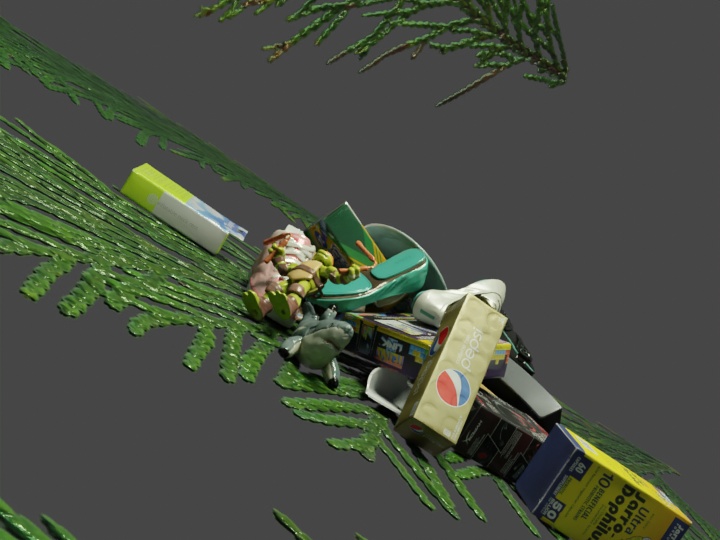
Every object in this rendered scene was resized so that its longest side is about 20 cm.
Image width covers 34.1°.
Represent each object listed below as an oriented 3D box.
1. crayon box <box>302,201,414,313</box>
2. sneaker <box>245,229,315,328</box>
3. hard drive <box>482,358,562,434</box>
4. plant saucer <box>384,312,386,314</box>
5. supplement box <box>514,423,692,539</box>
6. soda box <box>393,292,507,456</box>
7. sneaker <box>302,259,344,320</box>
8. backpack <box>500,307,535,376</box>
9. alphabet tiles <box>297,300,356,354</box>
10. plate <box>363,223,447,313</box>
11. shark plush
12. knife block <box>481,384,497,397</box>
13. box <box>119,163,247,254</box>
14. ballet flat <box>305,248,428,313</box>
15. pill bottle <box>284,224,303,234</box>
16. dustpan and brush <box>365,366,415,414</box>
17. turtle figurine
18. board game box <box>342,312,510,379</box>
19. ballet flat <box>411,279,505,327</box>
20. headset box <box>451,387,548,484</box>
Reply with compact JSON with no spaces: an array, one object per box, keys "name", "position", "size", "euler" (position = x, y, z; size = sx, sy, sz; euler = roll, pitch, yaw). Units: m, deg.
[{"name":"crayon box","position":[0.000,0.000,1.800],"size":[0.201,0.051,0.126],"euler":[54,-18,-4]},{"name":"sneaker","position":[-0.111,0.001,1.698],"size":[0.075,0.105,0.201],"euler":[31,13,-19]},{"name":"hard drive","position":[0.241,0.218,1.864],"size":[0.042,0.137,0.200],"euler":[-15,34,-25]},{"name":"plant saucer","position":[0.103,0.111,1.958],"size":[0.199,0.035,0.202],"euler":[37,-32,28]},{"name":"supplement box","position":[0.327,0.317,1.594],"size":[0.199,0.110,0.110],"euler":[33,6,-11]},{"name":"soda box","position":[0.118,0.132,1.512],"size":[0.067,0.201,0.064],"euler":[32,-31,-8]},{"name":"sneaker","position":[-0.070,0.025,1.797],"size":[0.078,0.071,0.199],"euler":[35,-4,-33]},{"name":"backpack","position":[0.209,0.137,2.061],"size":[0.177,0.153,0.200],"euler":[52,8,-3]},{"name":"alphabet tiles","position":[-0.074,0.068,1.831],"size":[0.199,0.015,0.195],"euler":[37,7,16]},{"name":"plate","position":[0.068,0.009,1.817],"size":[0.199,0.025,0.202],"euler":[34,-36,29]},{"name":"shark plush","position":[-0.046,0.083,1.537],"size":[0.090,0.084,0.200],"euler":[33,6,-5]},{"name":"knife block","position":[0.119,0.163,1.872],"size":[0.199,0.064,0.176],"euler":[32,8,-9]},{"name":"box","position":[-0.274,-0.092,1.841],"size":[0.199,0.048,0.122],"euler":[34,7,-7]},{"name":"ballet flat","position":[0.013,0.031,1.699],"size":[0.198,0.071,0.067],"euler":[-19,35,-21]},{"name":"pill bottle","position":[-0.050,0.004,1.951],"size":[0.198,0.110,0.109],"euler":[28,6,-2]},{"name":"dustpan and brush","position":[0.072,0.164,1.628],"size":[0.138,0.058,0.200],"euler":[29,2,-4]},{"name":"turtle figurine","position":[-0.088,0.012,1.603],"size":[0.198,0.065,0.161],"euler":[14,36,32]},{"name":"board game box","position":[0.093,0.108,1.681],"size":[0.164,0.058,0.199],"euler":[21,11,40]},{"name":"ballet flat","position":[0.161,0.057,1.733],"size":[0.198,0.070,0.069],"euler":[-5,33,-43]},{"name":"headset box","position":[0.200,0.237,1.693],"size":[0.199,0.076,0.149],"euler":[31,7,-24]}]
